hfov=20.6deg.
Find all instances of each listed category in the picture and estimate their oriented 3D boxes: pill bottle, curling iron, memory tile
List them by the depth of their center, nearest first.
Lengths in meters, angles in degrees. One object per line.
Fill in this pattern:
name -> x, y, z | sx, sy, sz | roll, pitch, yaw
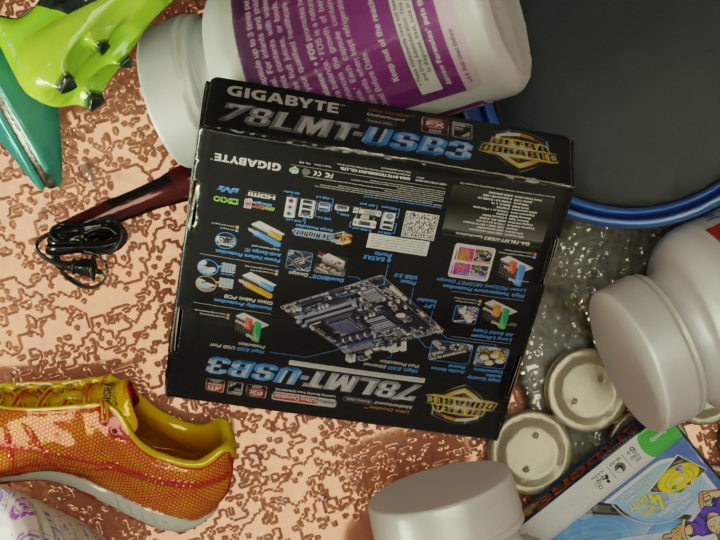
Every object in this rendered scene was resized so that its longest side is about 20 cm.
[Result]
pill bottle -> 0.067, 0.211, 1.076 | 0.110, 0.111, 0.201 | -15, 99, -3
pill bottle -> -0.016, -0.123, 1.078 | 0.199, 0.112, 0.113 | -16, 94, 15
pill bottle -> 0.233, 0.011, 1.100 | 0.199, 0.112, 0.113 | -24, 95, -13
curling iron -> -0.090, -0.044, 1.131 | 0.199, 0.026, 0.050 | -24, 58, -7
memory tile -> 0.185, 0.085, 1.168 | 0.153, 0.017, 0.200 | 42, 89, -6

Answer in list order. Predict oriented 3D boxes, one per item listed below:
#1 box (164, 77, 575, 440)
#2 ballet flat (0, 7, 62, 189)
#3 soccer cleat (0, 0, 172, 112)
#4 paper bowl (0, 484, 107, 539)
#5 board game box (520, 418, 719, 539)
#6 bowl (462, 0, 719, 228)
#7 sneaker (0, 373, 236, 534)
box -> 0.000, 0.000, 1.079 | 0.199, 0.050, 0.199 | 8, 133, -4
ballet flat -> -0.213, -0.141, 1.101 | 0.070, 0.067, 0.200 | -40, 97, -13
soccer cleat -> -0.113, -0.173, 1.047 | 0.200, 0.068, 0.081 | -43, 63, 2
paper bowl -> -0.195, 0.224, 1.059 | 0.104, 0.201, 0.201 | 30, 91, -30
board game box -> 0.138, 0.190, 1.145 | 0.200, 0.034, 0.136 | -40, 96, 8
bowl -> 0.153, -0.120, 1.112 | 0.199, 0.039, 0.202 | -2, 79, 12
sneaker -> -0.166, 0.084, 1.107 | 0.199, 0.073, 0.077 | 14, 117, -15
